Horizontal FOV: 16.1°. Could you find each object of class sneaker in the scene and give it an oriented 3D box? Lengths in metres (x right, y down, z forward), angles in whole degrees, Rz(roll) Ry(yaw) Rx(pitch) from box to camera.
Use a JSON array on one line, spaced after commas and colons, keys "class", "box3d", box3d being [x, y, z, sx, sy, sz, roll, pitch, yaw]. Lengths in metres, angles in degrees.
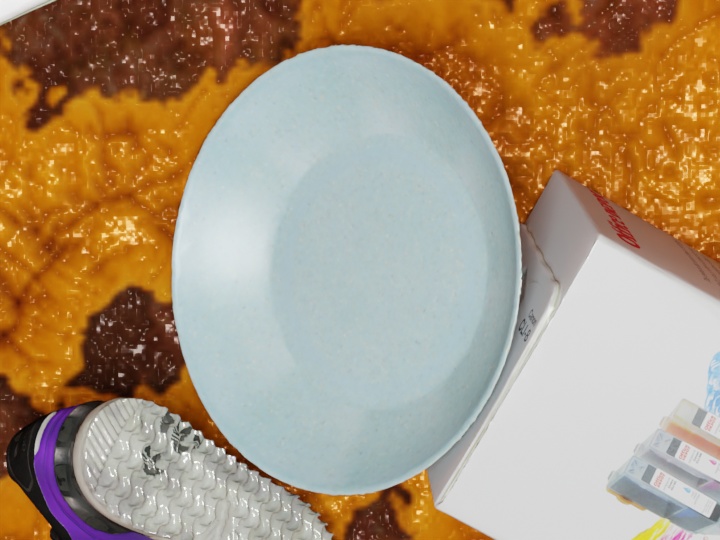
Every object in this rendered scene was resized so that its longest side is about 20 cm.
[{"class": "sneaker", "box3d": [-0.090, 0.124, 1.203, 0.200, 0.099, 0.070, 46, 54, -34]}]

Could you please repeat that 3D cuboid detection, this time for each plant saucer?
[{"class": "plant saucer", "box3d": [0.000, 0.000, 1.151, 0.200, 0.039, 0.203, -1, 88, 38]}]

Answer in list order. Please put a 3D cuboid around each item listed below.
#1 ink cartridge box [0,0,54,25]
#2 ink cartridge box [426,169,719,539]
[{"class": "ink cartridge box", "box3d": [-0.246, -0.150, 1.129, 0.199, 0.048, 0.146, -26, 104, -2]}, {"class": "ink cartridge box", "box3d": [0.144, 0.072, 1.161, 0.199, 0.145, 0.145, 30, 100, -9]}]
